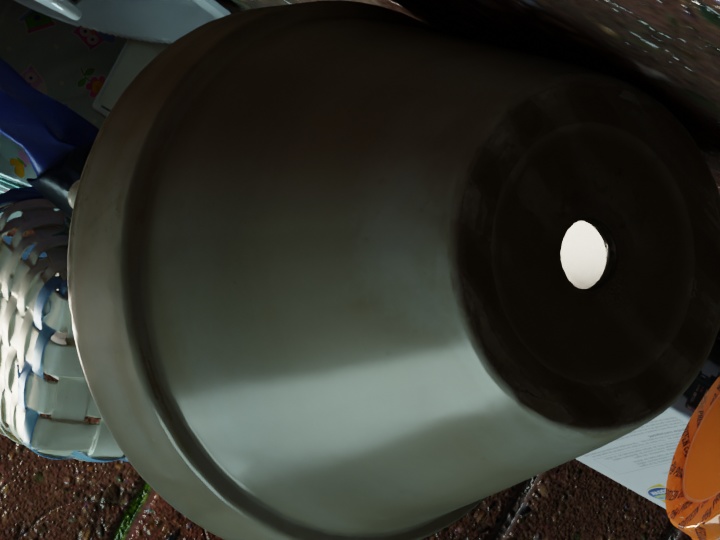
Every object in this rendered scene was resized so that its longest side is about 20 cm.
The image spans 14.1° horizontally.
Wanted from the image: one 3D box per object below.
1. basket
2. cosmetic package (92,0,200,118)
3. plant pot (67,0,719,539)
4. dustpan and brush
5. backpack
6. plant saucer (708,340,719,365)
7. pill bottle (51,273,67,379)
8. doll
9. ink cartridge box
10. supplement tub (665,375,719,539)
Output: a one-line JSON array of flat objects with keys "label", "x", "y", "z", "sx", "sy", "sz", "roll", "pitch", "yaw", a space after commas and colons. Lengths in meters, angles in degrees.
[{"label": "basket", "x": -0.127, "y": 0.022, "z": 1.488, "sx": 0.176, "sy": 0.140, "sz": 0.200, "roll": 5, "pitch": -167, "yaw": -27}, {"label": "cosmetic package", "x": -0.040, "y": -0.061, "z": 1.444, "sx": 0.105, "sy": 0.071, "sz": 0.200, "roll": 29, "pitch": 177, "yaw": 25}, {"label": "plant pot", "x": 0.026, "y": 0.001, "z": 0.995, "sx": 0.200, "sy": 0.201, "sz": 0.173, "roll": 31, "pitch": 161, "yaw": -30}, {"label": "dustpan and brush", "x": -0.168, "y": -0.146, "z": 1.352, "sx": 0.200, "sy": 0.057, "sz": 0.139, "roll": 26, "pitch": 176, "yaw": 46}, {"label": "backpack", "x": -0.187, "y": -0.093, "z": 1.565, "sx": 0.199, "sy": 0.167, "sz": 0.127, "roll": 21, "pitch": 177, "yaw": 1}, {"label": "plant saucer", "x": 0.128, "y": 0.045, "z": 1.530, "sx": 0.199, "sy": 0.050, "sz": 0.200, "roll": 18, "pitch": 159, "yaw": 7}, {"label": "pill bottle", "x": -0.121, "y": -0.009, "z": 1.817, "sx": 0.112, "sy": 0.200, "sz": 0.112, "roll": 29, "pitch": 177, "yaw": 2}, {"label": "doll", "x": -0.125, "y": -0.043, "z": 1.381, "sx": 0.200, "sy": 0.049, "sz": 0.136, "roll": 40, "pitch": -169, "yaw": 7}, {"label": "ink cartridge box", "x": 0.161, "y": 0.082, "z": 1.465, "sx": 0.200, "sy": 0.042, "sz": 0.119, "roll": 32, "pitch": 156, "yaw": -21}, {"label": "supplement tub", "x": 0.242, "y": 0.119, "z": 1.295, "sx": 0.200, "sy": 0.123, "sz": 0.123, "roll": 30, "pitch": 177, "yaw": -14}]
